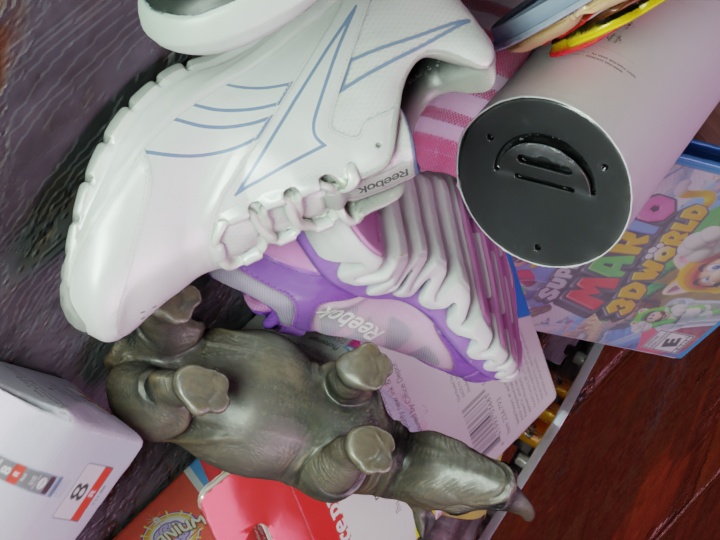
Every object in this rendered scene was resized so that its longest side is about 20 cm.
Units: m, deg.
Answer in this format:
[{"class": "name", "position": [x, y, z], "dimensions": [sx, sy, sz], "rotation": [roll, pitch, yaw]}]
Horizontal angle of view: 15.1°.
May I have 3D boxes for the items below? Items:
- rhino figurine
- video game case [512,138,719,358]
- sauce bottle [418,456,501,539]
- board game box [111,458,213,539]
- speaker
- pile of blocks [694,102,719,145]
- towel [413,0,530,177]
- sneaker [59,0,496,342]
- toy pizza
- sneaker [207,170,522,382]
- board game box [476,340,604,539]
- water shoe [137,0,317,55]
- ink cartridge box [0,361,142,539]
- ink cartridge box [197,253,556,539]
[{"class": "rhino figurine", "position": [-0.014, 0.063, 1.110], "dimensions": [0.087, 0.199, 0.060], "rotation": [-30, -140, 63]}, {"class": "video game case", "position": [0.127, -0.015, 1.332], "dimensions": [0.199, 0.018, 0.143], "rotation": [12, 138, -36]}, {"class": "sauce bottle", "position": [0.035, 0.111, 1.364], "dimensions": [0.066, 0.066, 0.201], "rotation": [82, 21, -65]}, {"class": "board game box", "position": [-0.060, 0.145, 1.346], "dimensions": [0.153, 0.040, 0.200], "rotation": [-44, 160, -26]}, {"class": "speaker", "position": [0.113, -0.080, 1.194], "dimensions": [0.200, 0.081, 0.081], "rotation": [-50, 166, -53]}, {"class": "pile of blocks", "position": [0.119, -0.081, 1.366], "dimensions": [0.062, 0.083, 0.200], "rotation": [-13, 171, 31]}, {"class": "towel", "position": [0.066, -0.125, 1.178], "dimensions": [0.201, 0.030, 0.146], "rotation": [-58, 162, 14]}, {"class": "sneaker", "position": [-0.030, -0.046, 1.000], "dimensions": [0.200, 0.087, 0.075], "rotation": [-47, 162, -15]}, {"class": "toy pizza", "position": [0.141, -0.137, 1.106], "dimensions": [0.200, 0.032, 0.200], "rotation": [-33, -175, 3]}, {"class": "sneaker", "position": [0.000, 0.000, 1.131], "dimensions": [0.088, 0.081, 0.200], "rotation": [-22, 151, 22]}, {"class": "board game box", "position": [0.100, 0.071, 1.514], "dimensions": [0.200, 0.026, 0.200], "rotation": [-58, 177, -44]}, {"class": "water shoe", "position": [-0.013, -0.162, 0.894], "dimensions": [0.200, 0.071, 0.079], "rotation": [-48, 134, -9]}, {"class": "ink cartridge box", "position": [-0.172, 0.106, 0.996], "dimensions": [0.163, 0.050, 0.200], "rotation": [-54, 165, 3]}, {"class": "ink cartridge box", "position": [-0.008, 0.069, 1.227], "dimensions": [0.200, 0.067, 0.117], "rotation": [-42, 131, -28]}]
